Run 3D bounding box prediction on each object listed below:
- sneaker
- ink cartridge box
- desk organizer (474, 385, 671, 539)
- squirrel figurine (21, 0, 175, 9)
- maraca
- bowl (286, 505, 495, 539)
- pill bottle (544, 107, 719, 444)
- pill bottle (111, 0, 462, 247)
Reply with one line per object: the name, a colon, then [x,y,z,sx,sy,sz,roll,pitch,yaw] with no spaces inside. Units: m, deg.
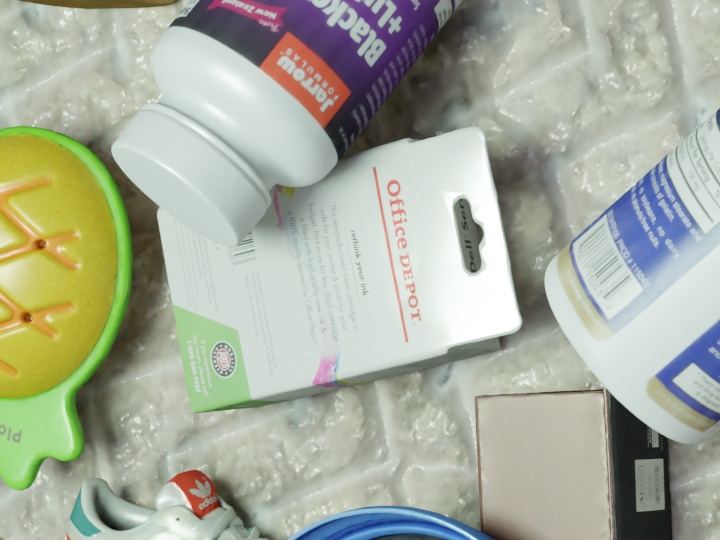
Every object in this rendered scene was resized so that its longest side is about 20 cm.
sneaker: [-0.079,0.159,1.565,0.200,0.070,0.093,5,98,29]
ink cartridge box: [0.000,0.000,1.529,0.200,0.067,0.117,-14,82,27]
desk organizer: [0.111,0.158,1.470,0.077,0.072,0.200,-3,88,29]
squirrel figurine: [-0.193,-0.247,1.595,0.200,0.142,0.187,-1,83,24]
maraca: [-0.192,0.020,1.604,0.137,0.107,0.200,13,96,26]
bowl: [0.022,0.218,1.456,0.200,0.039,0.201,0,91,28]
pill bottle: [0.198,-0.020,1.400,0.200,0.120,0.120,-42,72,20]
pill bottle: [-0.036,-0.114,1.483,0.111,0.111,0.200,31,76,24]
